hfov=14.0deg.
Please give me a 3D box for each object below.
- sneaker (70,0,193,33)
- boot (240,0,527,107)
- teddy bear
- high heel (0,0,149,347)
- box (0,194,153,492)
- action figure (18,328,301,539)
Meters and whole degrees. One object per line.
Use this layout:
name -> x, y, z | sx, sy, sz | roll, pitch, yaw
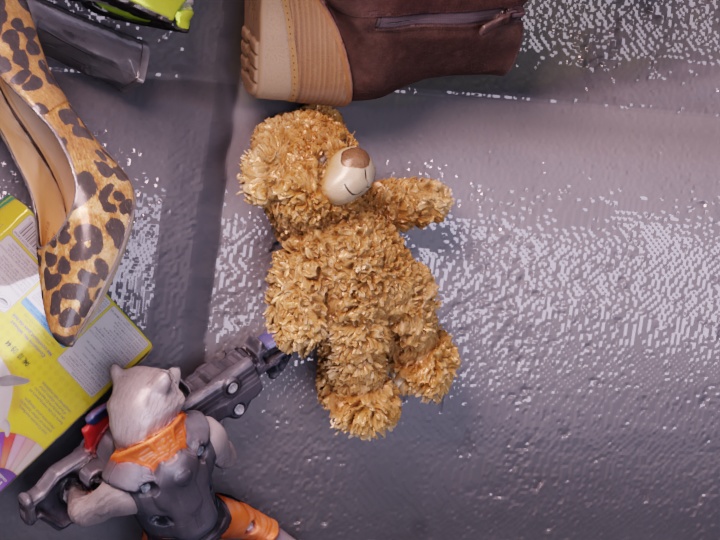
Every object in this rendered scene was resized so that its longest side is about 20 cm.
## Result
sneaker -> -0.172, -0.200, 1.597 | 0.200, 0.074, 0.081 | 24, 80, -26
boot -> 0.018, -0.185, 1.646 | 0.166, 0.072, 0.200 | -9, 129, -20
teddy bear -> 0.000, 0.000, 1.691 | 0.145, 0.067, 0.200 | -11, 100, -30
high heel -> -0.192, -0.064, 1.581 | 0.142, 0.071, 0.200 | 21, 59, -28
box -> -0.228, 0.068, 1.647 | 0.200, 0.048, 0.117 | -44, 114, -8
action figure -> -0.081, 0.120, 1.679 | 0.200, 0.105, 0.194 | -41, 125, -16
